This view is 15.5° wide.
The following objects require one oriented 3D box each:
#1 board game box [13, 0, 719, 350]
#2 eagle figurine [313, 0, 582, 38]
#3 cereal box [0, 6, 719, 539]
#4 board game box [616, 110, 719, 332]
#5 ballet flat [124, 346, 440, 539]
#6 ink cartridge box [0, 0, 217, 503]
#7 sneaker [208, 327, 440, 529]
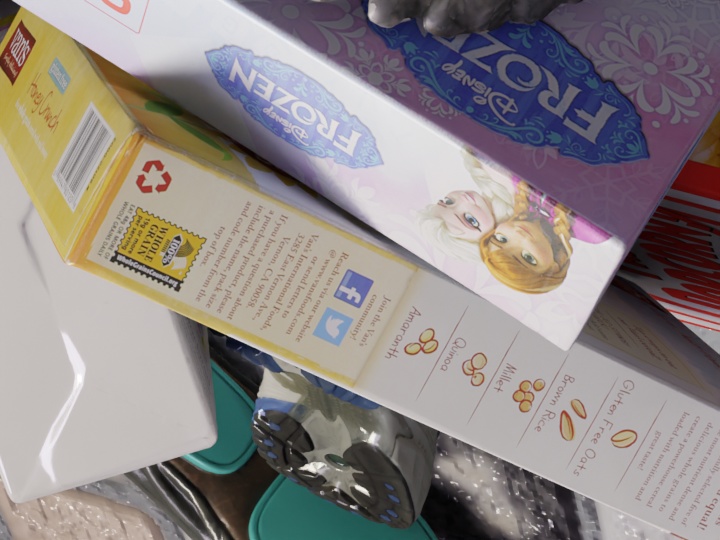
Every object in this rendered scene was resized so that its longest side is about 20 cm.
[{"bbox_3d":[0.012,-0.107,0.625,0.199,0.200,0.041,31,141,5],"label":"board game box"},{"bbox_3d":[0.059,-0.150,0.541,0.150,0.200,0.152,-12,122,40],"label":"eagle figurine"},{"bbox_3d":[0.009,0.001,0.653,0.199,0.040,0.144,26,-171,-22],"label":"cereal box"},{"bbox_3d":[0.112,-0.018,0.709,0.199,0.047,0.151,16,169,26],"label":"board game box"},{"bbox_3d":[-0.039,0.081,0.974,0.200,0.068,0.068,44,153,8],"label":"ballet flat"},{"bbox_3d":[-0.095,-0.027,0.831,0.067,0.200,0.118,-18,112,1],"label":"ink cartridge box"},{"bbox_3d":[0.000,0.000,0.822,0.077,0.086,0.200,22,155,12],"label":"sneaker"}]
